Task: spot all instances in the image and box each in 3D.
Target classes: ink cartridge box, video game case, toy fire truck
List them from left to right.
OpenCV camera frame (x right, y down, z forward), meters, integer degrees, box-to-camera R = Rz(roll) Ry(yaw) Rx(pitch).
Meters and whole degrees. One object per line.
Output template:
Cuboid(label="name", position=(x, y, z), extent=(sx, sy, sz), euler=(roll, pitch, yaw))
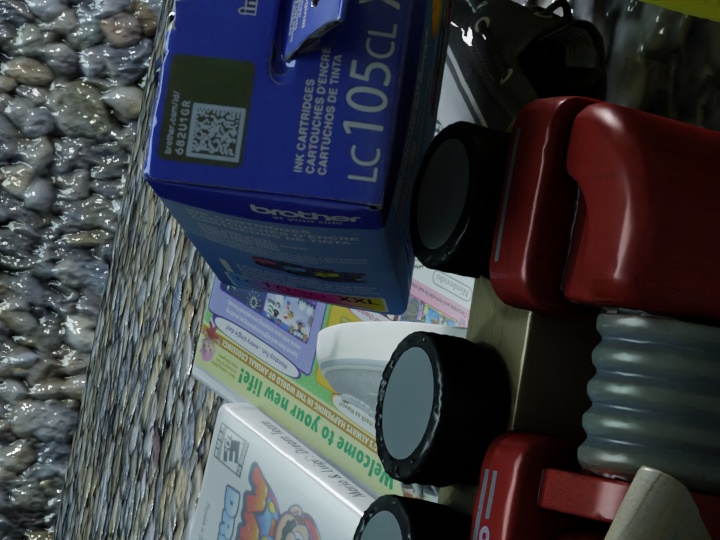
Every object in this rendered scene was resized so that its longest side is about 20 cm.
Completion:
Cuboid(label="video game case", position=(-0.031, 0.188, 0.862), extent=(0.182, 0.024, 0.202), euler=(32, 113, 48))
Cuboid(label="ink cartridge box", position=(-0.014, -0.072, 0.607), extent=(0.200, 0.075, 0.138), euler=(65, -148, -78))
Cuboid(label="video game case", position=(0.000, 0.000, 0.869), extent=(0.199, 0.022, 0.184), euler=(29, 110, 48))
Cuboid(label="toy fire truck", position=(0.072, 0.040, 0.518), extent=(0.200, 0.127, 0.178), euler=(3, 81, 66))

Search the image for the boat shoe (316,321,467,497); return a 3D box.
Cuboid(label="boat shoe", position=(0.038, 0.056, 0.727), extent=(0.199, 0.071, 0.069), euler=(1, 86, 60))

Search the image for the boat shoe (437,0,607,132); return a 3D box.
Cuboid(label="boat shoe", position=(0.065, -0.067, 0.717), extent=(0.066, 0.070, 0.201), euler=(-40, 33, 19))

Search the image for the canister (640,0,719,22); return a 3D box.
Cuboid(label="canister", position=(0.095, -0.170, 0.493), extent=(0.086, 0.147, 0.202), euler=(35, 113, 58))

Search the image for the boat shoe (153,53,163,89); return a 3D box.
Cuboid(label="boat shoe", position=(-0.050, -0.078, 1.062), extent=(0.085, 0.068, 0.200), euler=(-60, -27, -16))
